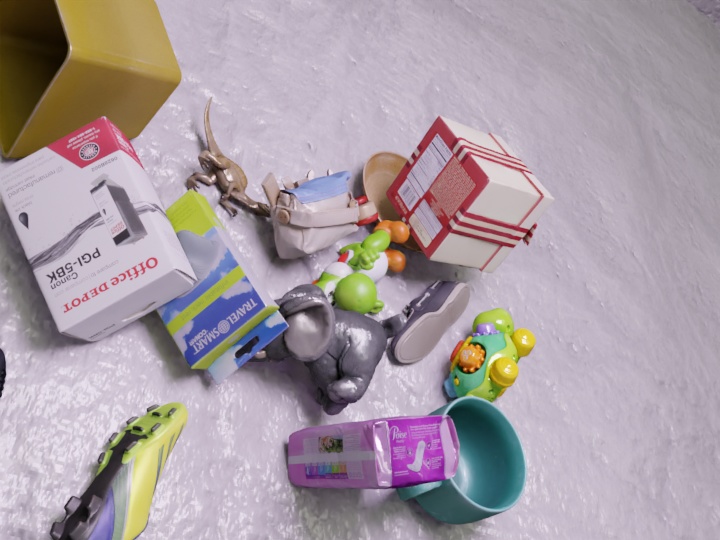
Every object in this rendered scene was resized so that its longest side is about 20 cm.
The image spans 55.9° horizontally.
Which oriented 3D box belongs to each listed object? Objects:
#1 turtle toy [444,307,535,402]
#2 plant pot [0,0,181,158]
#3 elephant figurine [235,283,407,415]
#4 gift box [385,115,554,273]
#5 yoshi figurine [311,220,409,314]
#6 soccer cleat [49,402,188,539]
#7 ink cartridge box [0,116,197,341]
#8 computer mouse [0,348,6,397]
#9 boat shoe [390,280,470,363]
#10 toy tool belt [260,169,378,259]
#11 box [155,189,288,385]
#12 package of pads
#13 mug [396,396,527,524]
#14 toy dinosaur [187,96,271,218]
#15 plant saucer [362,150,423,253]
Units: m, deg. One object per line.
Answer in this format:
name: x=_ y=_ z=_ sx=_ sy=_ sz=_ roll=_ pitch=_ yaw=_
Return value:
turtle toy: x=0.196 y=0.136 z=1.050 sx=0.100 sy=0.147 sz=0.200 roll=31 pitch=43 yaw=13
plant pot: x=-0.346 y=-0.271 z=0.854 sx=0.175 sy=0.199 sz=0.203 roll=-3 pitch=64 yaw=-50
elephant figurine: x=-0.073 y=0.079 z=0.862 sx=0.199 sy=0.141 sz=0.156 roll=40 pitch=51 yaw=-14
gift box: x=0.167 y=-0.111 z=1.087 sx=0.185 sy=0.201 sz=0.186 roll=7 pitch=45 yaw=-40
yoshi figurine: x=0.012 y=0.009 z=1.001 sx=0.113 sy=0.112 sz=0.200 roll=54 pitch=48 yaw=-4
soccer cleat: x=-0.240 y=0.226 z=0.713 sx=0.085 sy=0.064 sz=0.201 roll=64 pitch=34 yaw=-28
ink cartridge box: x=-0.297 y=-0.045 z=0.767 sx=0.145 sy=0.083 sz=0.202 roll=-29 pitch=79 yaw=-4
computer mouse: x=-0.384 y=0.159 z=0.652 sx=0.058 sy=0.034 sz=0.203 roll=15 pitch=55 yaw=-30
boat shoe: x=0.100 y=0.076 z=1.071 sx=0.062 sy=0.074 sz=0.199 roll=20 pitch=40 yaw=34
toy tool belt: x=-0.056 y=-0.104 z=0.995 sx=0.199 sy=0.124 sz=0.125 roll=-30 pitch=104 yaw=-45
box: x=-0.189 y=0.020 z=0.814 sx=0.201 sy=0.121 sz=0.048 roll=54 pitch=7 yaw=14
package of pads: x=0.010 y=0.216 z=0.799 sx=0.119 sy=0.199 sz=0.077 roll=4 pitch=73 yaw=-35
mug: x=0.120 y=0.257 z=0.916 sx=0.183 sy=0.114 sz=0.154 roll=24 pitch=51 yaw=-22
toy dinosaur: x=-0.204 y=-0.147 z=0.982 sx=0.202 sy=0.058 sz=0.101 roll=59 pitch=31 yaw=-2
plant saucer: x=0.073 y=-0.110 z=1.160 sx=0.198 sy=0.035 sz=0.203 roll=25 pitch=48 yaw=-30
